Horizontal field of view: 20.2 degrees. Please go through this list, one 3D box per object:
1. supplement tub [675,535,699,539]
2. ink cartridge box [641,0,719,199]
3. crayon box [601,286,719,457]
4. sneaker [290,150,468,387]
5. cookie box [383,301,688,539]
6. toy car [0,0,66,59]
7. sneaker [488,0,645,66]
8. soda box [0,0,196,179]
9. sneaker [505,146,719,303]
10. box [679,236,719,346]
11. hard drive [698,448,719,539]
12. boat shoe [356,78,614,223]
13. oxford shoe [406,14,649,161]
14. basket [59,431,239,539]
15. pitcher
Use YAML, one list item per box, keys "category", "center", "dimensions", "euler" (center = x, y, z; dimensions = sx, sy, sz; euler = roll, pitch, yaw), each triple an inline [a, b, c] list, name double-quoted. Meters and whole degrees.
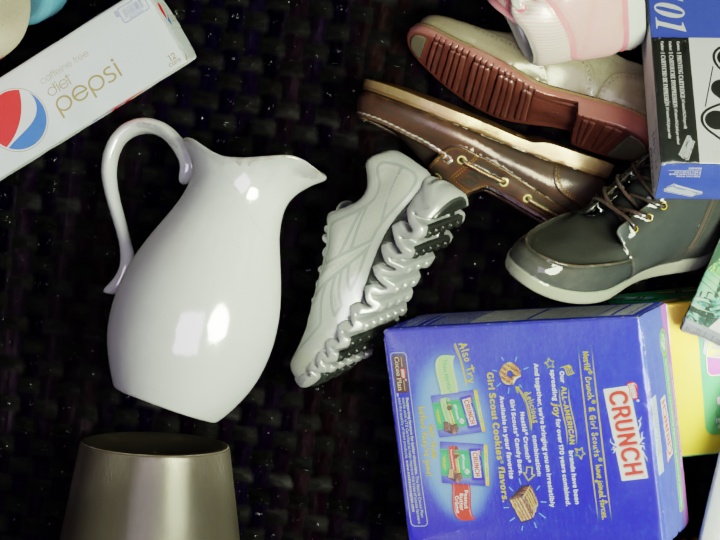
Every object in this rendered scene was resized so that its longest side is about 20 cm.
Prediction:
- category: "supplement tub"
  center: [0.256, 0.260, 1.511]
  dimensions: [0.199, 0.123, 0.123]
  euler: [-11, 98, 1]
- category: "ink cartridge box"
  center: [0.249, -0.143, 1.433]
  dimensions: [0.093, 0.044, 0.201]
  euler: [1, 57, 1]
- category: "crayon box"
  center: [0.286, 0.072, 1.516]
  dimensions: [0.198, 0.058, 0.120]
  euler: [-6, 98, 1]
- category: "sneaker"
  center: [0.000, 0.000, 1.498]
  dimensions: [0.081, 0.075, 0.201]
  euler: [41, 115, 18]
- category: "cookie box"
  center: [0.129, 0.115, 1.482]
  dimensions: [0.199, 0.075, 0.172]
  euler: [-3, 99, 25]
- category: "toy car"
  center: [-0.350, -0.203, 1.452]
  dimensions: [0.199, 0.184, 0.178]
  euler: [-23, 99, 33]
- category: "sneaker"
  center: [0.136, -0.227, 1.396]
  dimensions: [0.104, 0.075, 0.201]
  euler: [-18, 128, -7]
- category: "soda box"
  center: [-0.222, -0.131, 1.486]
  dimensions: [0.199, 0.068, 0.064]
  euler: [-31, 96, 5]
- category: "sneaker"
  center: [0.189, -0.048, 1.439]
  dimensions: [0.075, 0.199, 0.107]
  euler: [42, 130, 33]
- category: "box"
  center: [0.337, -0.018, 1.468]
  dimensions: [0.144, 0.036, 0.201]
  euler: [24, 74, 7]
- category: "hard drive"
  center: [0.314, 0.178, 1.449]
  dimensions: [0.131, 0.025, 0.201]
  euler: [15, 78, 5]
- category: "boat shoe"
  center: [0.086, -0.080, 1.490]
  dimensions: [0.199, 0.070, 0.071]
  euler: [21, 97, -2]
- category: "oxford shoe"
  center: [0.132, -0.150, 1.493]
  dimensions: [0.199, 0.070, 0.075]
  euler: [24, 70, -1]
- category: "basket"
  center: [-0.159, 0.228, 1.508]
  dimensions: [0.179, 0.136, 0.202]
  euler: [1, 94, -18]
- category: "pitcher"
  center: [-0.133, -0.004, 1.491]
  dimensions: [0.171, 0.121, 0.201]
  euler: [18, 88, 19]
